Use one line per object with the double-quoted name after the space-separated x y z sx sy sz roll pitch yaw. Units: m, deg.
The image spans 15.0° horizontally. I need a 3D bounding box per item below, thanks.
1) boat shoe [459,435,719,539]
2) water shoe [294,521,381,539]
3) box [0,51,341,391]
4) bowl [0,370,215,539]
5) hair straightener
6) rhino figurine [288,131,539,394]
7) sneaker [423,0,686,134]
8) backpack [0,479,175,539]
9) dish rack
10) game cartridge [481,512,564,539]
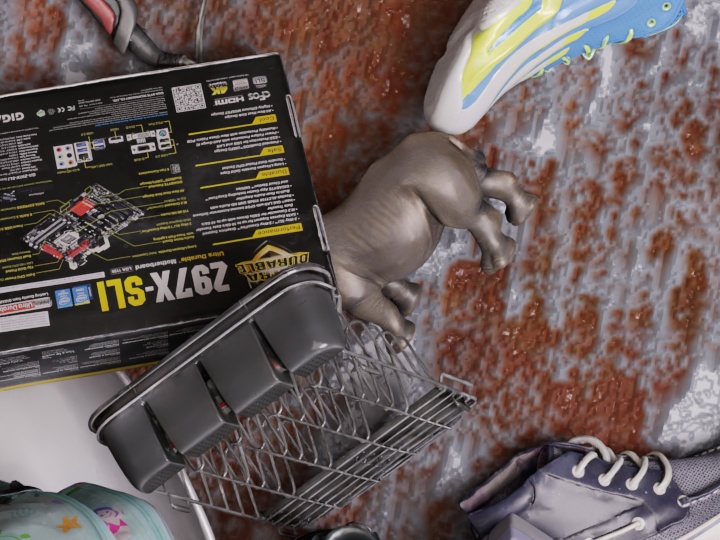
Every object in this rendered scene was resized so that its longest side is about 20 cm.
0.151 0.126 1.546 0.199 0.075 0.093 -32 106 -3 "boat shoe"
0.002 0.166 1.468 0.071 0.200 0.079 -15 111 -12 "water shoe"
-0.122 -0.027 1.470 0.199 0.049 0.161 -10 63 -9 "box"
-0.195 0.136 1.506 0.199 0.075 0.201 -30 98 -3 "bowl"
-0.147 -0.194 1.498 0.077 0.041 0.200 -42 96 -2 "hair straightener"
0.000 0.000 1.522 0.200 0.060 0.087 -40 112 13 "rhino figurine"
0.123 -0.143 1.520 0.105 0.076 0.201 34 89 -9 "sneaker"
-0.160 0.194 1.379 0.150 0.200 0.179 -16 96 -22 "backpack"
-0.032 0.077 1.462 0.153 0.200 0.055 -36 63 18 "dish rack"
0.122 0.228 1.530 0.199 0.038 0.130 33 121 -20 "game cartridge"
